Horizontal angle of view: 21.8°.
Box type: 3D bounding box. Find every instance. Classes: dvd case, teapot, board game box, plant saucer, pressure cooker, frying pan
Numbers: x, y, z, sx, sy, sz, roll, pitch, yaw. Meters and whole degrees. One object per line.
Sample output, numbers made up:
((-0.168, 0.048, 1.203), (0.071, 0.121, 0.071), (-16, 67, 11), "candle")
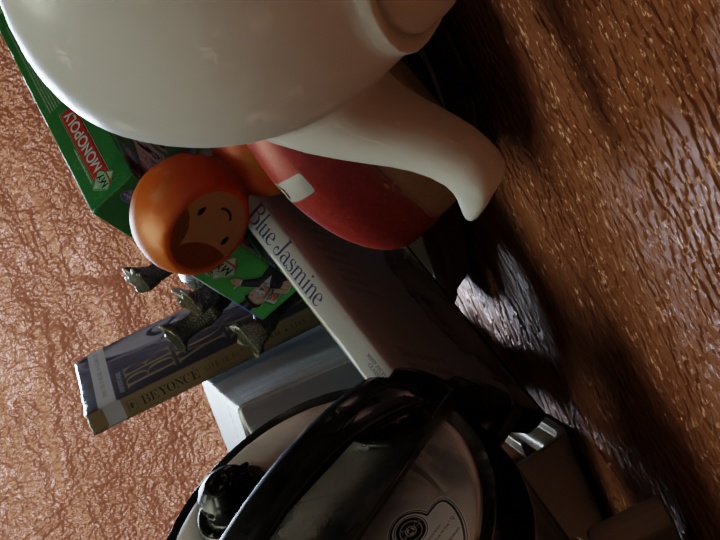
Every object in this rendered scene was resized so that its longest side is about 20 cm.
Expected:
((0.000, 0.000, 0.929), (0.200, 0.018, 0.142), (51, -161, 26), "dvd case")
((-0.021, -0.135, 0.593), (0.200, 0.145, 0.199), (31, -116, -68), "teapot")
((-0.115, -0.075, 0.934), (0.134, 0.029, 0.201), (36, -163, -49), "board game box")
((0.013, -0.069, 1.053), (0.200, 0.029, 0.201), (156, 90, -84), "plant saucer")
((0.007, 0.150, 0.787), (0.200, 0.177, 0.177), (54, -157, -39), "pressure cooker")
((0.028, -0.069, 0.875), (0.115, 0.031, 0.191), (56, 168, 41), "frying pan")
((-0.071, 0.029, 1.081), (0.016, 0.199, 0.149), (65, 174, -12), "dvd case")

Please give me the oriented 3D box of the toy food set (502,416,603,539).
((0.098, 0.154, 1.040), (0.200, 0.060, 0.144), (-157, 43, -81), "toy food set")

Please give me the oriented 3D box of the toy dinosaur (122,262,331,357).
((-0.058, -0.007, 0.999), (0.199, 0.102, 0.077), (-1, 133, 53), "toy dinosaur")

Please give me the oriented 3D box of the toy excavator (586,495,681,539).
((0.133, 0.170, 0.703), (0.196, 0.099, 0.200), (65, -177, 19), "toy excavator")

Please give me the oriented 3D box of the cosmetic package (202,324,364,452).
((-0.022, 0.095, 0.991), (0.200, 0.090, 0.108), (174, 74, -78), "cosmetic package")

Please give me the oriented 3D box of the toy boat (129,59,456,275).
((-0.044, -0.051, 0.801), (0.131, 0.131, 0.200), (47, 173, -17), "toy boat")
